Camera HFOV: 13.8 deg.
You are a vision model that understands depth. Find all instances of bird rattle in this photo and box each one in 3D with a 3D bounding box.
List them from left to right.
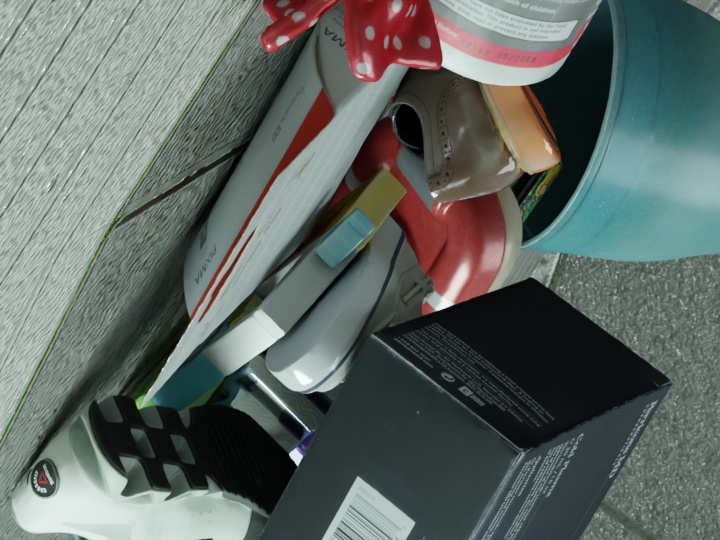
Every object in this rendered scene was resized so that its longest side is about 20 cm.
[{"bbox_3d":[0.017,-0.171,1.236,0.200,0.113,0.163,-43,164,11],"label":"bird rattle"}]

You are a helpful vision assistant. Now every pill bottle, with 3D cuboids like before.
[{"bbox_3d":[0.091,-0.194,1.410,0.111,0.111,0.200,-46,169,-53],"label":"pill bottle"}]

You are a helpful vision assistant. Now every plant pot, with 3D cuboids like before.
[{"bbox_3d":[0.203,-0.094,2.019,0.200,0.188,0.200,-44,-140,53],"label":"plant pot"}]

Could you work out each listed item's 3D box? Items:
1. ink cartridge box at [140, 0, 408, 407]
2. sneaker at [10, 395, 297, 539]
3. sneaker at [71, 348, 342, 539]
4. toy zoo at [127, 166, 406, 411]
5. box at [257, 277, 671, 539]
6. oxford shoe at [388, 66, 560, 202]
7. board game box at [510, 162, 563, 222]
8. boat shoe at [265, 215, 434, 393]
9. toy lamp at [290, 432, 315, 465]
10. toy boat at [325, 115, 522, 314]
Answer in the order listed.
[{"bbox_3d":[-0.048,-0.044,1.444,0.200,0.057,0.163,-41,166,-54],"label":"ink cartridge box"},{"bbox_3d":[-0.105,0.118,1.569,0.088,0.074,0.200,-38,147,25],"label":"sneaker"},{"bbox_3d":[-0.080,0.094,1.687,0.199,0.081,0.115,-43,-171,-10],"label":"sneaker"},{"bbox_3d":[-0.049,0.015,1.590,0.200,0.020,0.131,-36,-170,48],"label":"toy zoo"},{"bbox_3d":[0.043,0.124,1.569,0.182,0.104,0.200,-16,139,-58],"label":"box"},{"bbox_3d":[0.042,-0.104,1.529,0.073,0.071,0.200,-29,-149,7],"label":"oxford shoe"},{"bbox_3d":[0.034,-0.015,1.932,0.200,0.105,0.023,-54,154,-8],"label":"board game box"},{"bbox_3d":[0.003,0.029,1.572,0.072,0.066,0.200,-42,-173,14],"label":"boat shoe"},{"bbox_3d":[-0.031,0.077,1.965,0.058,0.058,0.200,-59,-177,29],"label":"toy lamp"},{"bbox_3d":[0.000,0.000,1.817,0.131,0.131,0.200,-7,139,-39],"label":"toy boat"}]
